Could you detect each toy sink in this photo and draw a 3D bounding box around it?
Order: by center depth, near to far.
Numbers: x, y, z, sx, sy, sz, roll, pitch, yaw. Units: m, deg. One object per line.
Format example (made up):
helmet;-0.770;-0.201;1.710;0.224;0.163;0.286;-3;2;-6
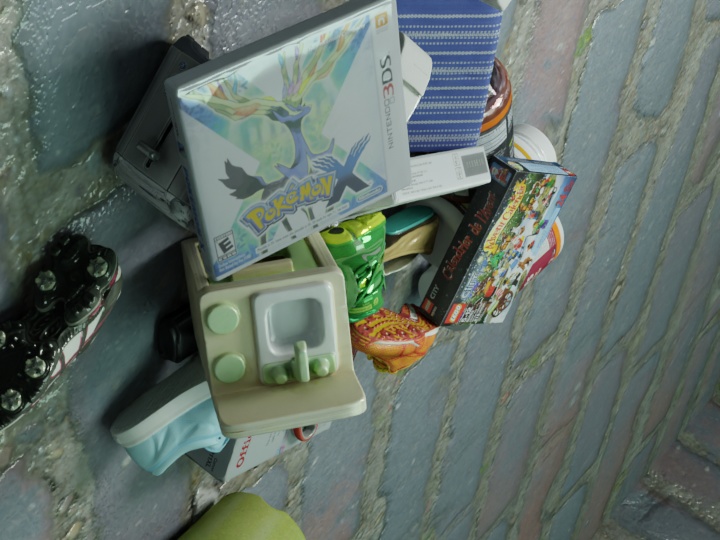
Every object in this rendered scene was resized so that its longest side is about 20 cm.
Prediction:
toy sink;-0.080;0.042;1.203;0.129;0.200;0.113;-10;116;-9

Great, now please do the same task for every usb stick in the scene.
usb stick;-0.126;0.027;1.361;0.199;0.032;0.056;-35;139;-40

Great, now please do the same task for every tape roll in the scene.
tape roll;-0.012;-0.129;1.241;0.203;0.037;0.203;-48;-163;19

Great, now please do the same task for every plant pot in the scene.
plant pot;-0.156;0.359;1.537;0.184;0.199;0.202;-50;157;-43

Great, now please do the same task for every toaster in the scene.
toaster;-0.116;-0.098;1.140;0.130;0.113;0.200;-55;156;3

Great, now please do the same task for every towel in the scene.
towel;0.062;-0.201;1.357;0.143;0.024;0.201;-2;135;-9

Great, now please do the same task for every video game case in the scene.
video game case;-0.049;-0.106;1.072;0.199;0.022;0.184;-27;133;-22

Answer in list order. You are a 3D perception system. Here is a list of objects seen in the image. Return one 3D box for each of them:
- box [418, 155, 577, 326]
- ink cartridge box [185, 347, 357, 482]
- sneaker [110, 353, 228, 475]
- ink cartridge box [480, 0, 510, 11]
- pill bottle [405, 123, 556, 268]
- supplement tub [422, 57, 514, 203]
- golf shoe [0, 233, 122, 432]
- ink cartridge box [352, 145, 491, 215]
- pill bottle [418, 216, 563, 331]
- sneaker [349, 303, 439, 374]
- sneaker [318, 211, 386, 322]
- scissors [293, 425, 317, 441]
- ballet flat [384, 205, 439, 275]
box;0.158;-0.031;1.550;0.136;0.038;0.201;-2;123;-52
ink cartridge box;-0.097;0.120;1.459;0.199;0.082;0.147;-19;135;-55
sneaker;-0.141;0.129;1.324;0.199;0.074;0.082;-30;116;5
ink cartridge box;0.081;-0.351;1.165;0.145;0.147;0.200;-56;155;-2
pill bottle;0.150;-0.094;1.640;0.200;0.109;0.110;-41;151;-31
supplement tub;0.115;-0.170;1.490;0.107;0.106;0.201;-47;153;-21
golf shoe;-0.261;0.068;1.110;0.200;0.077;0.088;-51;162;-14
ink cartridge box;0.014;-0.081;1.384;0.199;0.172;0.044;-17;94;-56
pill bottle;0.170;-0.012;1.772;0.200;0.109;0.110;-39;150;-35
sneaker;0.035;0.083;1.492;0.078;0.073;0.200;-60;159;10
sneaker;0.000;0.000;1.338;0.073;0.084;0.200;-20;165;-6
scissors;-0.049;0.108;1.419;0.073;0.014;0.201;-44;153;-28
ballet flat;0.017;-0.019;1.500;0.199;0.068;0.064;-19;121;-40
